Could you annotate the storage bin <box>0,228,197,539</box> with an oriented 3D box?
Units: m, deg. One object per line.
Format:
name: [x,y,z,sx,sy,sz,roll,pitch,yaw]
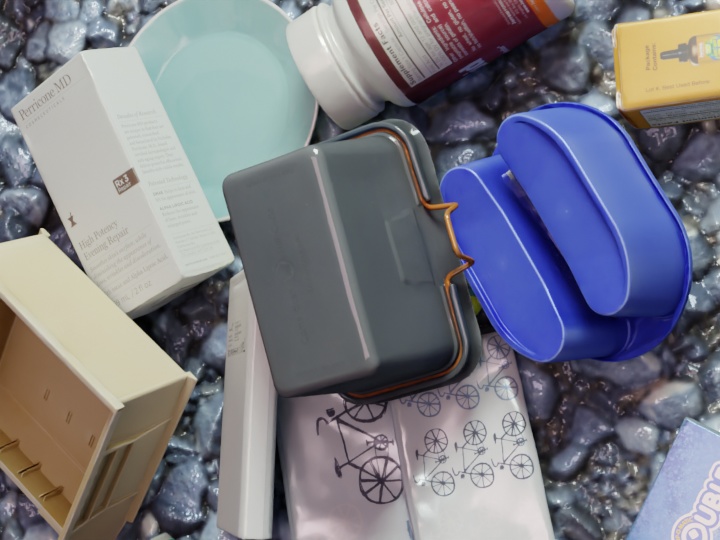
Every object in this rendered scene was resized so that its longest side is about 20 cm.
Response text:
storage bin: [-0.257,0.105,1.128,0.200,0.094,0.199,41,123,21]

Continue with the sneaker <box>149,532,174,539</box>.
sneaker: [-0.185,0.307,1.121,0.080,0.071,0.200,34,101,18]

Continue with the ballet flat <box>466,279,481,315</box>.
ballet flat: [0.000,0.000,1.085,0.199,0.067,0.067,10,88,23]

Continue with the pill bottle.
pill bottle: [0.051,-0.196,1.066,0.200,0.114,0.114,-28,73,17]

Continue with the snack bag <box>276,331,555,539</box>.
snack bag: [0.033,0.151,1.039,0.199,0.021,0.189,-12,70,5]

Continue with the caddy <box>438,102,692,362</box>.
caddy: [0.151,-0.027,1.011,0.141,0.105,0.200,-40,69,36]

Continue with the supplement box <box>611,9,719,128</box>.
supplement box: [0.283,-0.150,0.993,0.199,0.069,0.067,-5,80,20]

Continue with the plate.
plate: [-0.122,-0.136,1.176,0.200,0.026,0.201,-3,81,22]

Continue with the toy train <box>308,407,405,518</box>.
toy train: [0.014,0.183,1.071,0.200,0.042,0.056,45,111,21]

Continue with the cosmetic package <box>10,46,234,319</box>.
cosmetic package: [-0.194,-0.070,1.138,0.102,0.074,0.200,-30,85,34]

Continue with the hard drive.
hard drive: [-0.086,0.101,1.078,0.027,0.132,0.201,4,83,-13]

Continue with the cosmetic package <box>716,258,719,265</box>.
cosmetic package: [0.352,-0.026,0.937,0.200,0.087,0.103,-41,71,12]

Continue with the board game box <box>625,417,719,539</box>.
board game box: [0.271,0.234,0.957,0.199,0.043,0.200,26,93,24]

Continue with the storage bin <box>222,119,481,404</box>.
storage bin: [-0.006,-0.003,0.976,0.145,0.134,0.201,-17,86,26]
